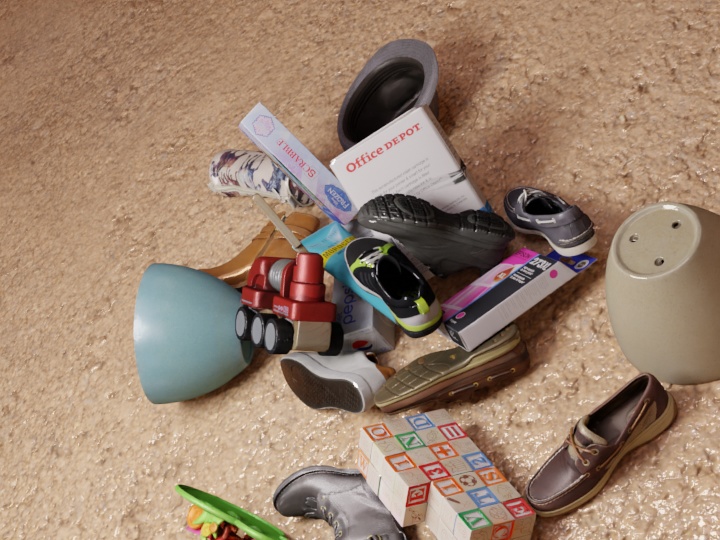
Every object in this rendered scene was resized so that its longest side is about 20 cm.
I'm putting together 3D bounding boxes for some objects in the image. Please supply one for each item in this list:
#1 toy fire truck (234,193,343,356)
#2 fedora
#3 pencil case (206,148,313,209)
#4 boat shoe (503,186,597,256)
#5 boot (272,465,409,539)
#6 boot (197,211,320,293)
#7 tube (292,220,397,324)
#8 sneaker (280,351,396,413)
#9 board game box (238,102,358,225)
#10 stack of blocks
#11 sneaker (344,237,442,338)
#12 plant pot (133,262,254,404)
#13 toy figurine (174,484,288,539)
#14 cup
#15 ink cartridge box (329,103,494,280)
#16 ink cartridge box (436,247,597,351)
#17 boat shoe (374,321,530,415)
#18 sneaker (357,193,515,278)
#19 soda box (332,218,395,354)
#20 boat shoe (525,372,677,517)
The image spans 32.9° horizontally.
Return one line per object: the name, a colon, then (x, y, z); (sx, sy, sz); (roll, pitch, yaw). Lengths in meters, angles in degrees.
toy fire truck: (-0.103, 0.002, 1.597); (0.176, 0.128, 0.200); (-166, 81, -65)
fedora: (0.058, -0.237, 1.823); (0.177, 0.090, 0.200); (10, 70, 44)
pencil case: (-0.152, -0.146, 1.920); (0.200, 0.078, 0.089); (9, 43, 41)
boat shoe: (0.234, -0.081, 1.553); (0.073, 0.063, 0.200); (-30, 27, -7)
boot: (-0.021, 0.316, 1.446); (0.200, 0.069, 0.174); (-18, 47, 22)
boot: (-0.161, -0.023, 1.825); (0.200, 0.077, 0.155); (1, 59, 36)
tube: (0.000, 0.000, 1.612); (0.077, 0.050, 0.200); (-28, 47, -30)
sneaker: (-0.026, 0.141, 1.612); (0.085, 0.073, 0.200); (-26, 23, -33)
board game box: (-0.088, -0.150, 1.727); (0.041, 0.200, 0.200); (-46, 8, -2)
stack of blocks: (0.092, 0.246, 1.378); (0.115, 0.059, 0.200); (-9, 33, -27)
sneaker: (0.040, 0.000, 1.508); (0.072, 0.083, 0.200); (-34, 45, -11)
plant pot: (-0.224, 0.087, 1.720); (0.135, 0.200, 0.200); (-2, 52, 9)
toy figurine: (-0.182, 0.382, 1.479); (0.200, 0.150, 0.184); (17, 79, 49)
cup: (0.353, 0.005, 1.356); (0.200, 0.143, 0.201); (-20, 47, 23)
ink cartridge box: (0.075, -0.100, 1.610); (0.146, 0.200, 0.084); (-30, 5, 14)
ink cartridge box: (0.186, 0.022, 1.502); (0.200, 0.037, 0.095); (-32, 20, -11)
boat shoe: (0.113, 0.134, 1.487); (0.200, 0.068, 0.072); (-26, 20, 13)
sneaker: (0.090, -0.036, 1.531); (0.076, 0.200, 0.091); (-89, 14, -60)
soda box: (0.006, 0.020, 1.672); (0.068, 0.063, 0.200); (-18, 48, 25)
boat shoe: (0.253, 0.186, 1.337); (0.200, 0.072, 0.072); (-39, 42, 5)
